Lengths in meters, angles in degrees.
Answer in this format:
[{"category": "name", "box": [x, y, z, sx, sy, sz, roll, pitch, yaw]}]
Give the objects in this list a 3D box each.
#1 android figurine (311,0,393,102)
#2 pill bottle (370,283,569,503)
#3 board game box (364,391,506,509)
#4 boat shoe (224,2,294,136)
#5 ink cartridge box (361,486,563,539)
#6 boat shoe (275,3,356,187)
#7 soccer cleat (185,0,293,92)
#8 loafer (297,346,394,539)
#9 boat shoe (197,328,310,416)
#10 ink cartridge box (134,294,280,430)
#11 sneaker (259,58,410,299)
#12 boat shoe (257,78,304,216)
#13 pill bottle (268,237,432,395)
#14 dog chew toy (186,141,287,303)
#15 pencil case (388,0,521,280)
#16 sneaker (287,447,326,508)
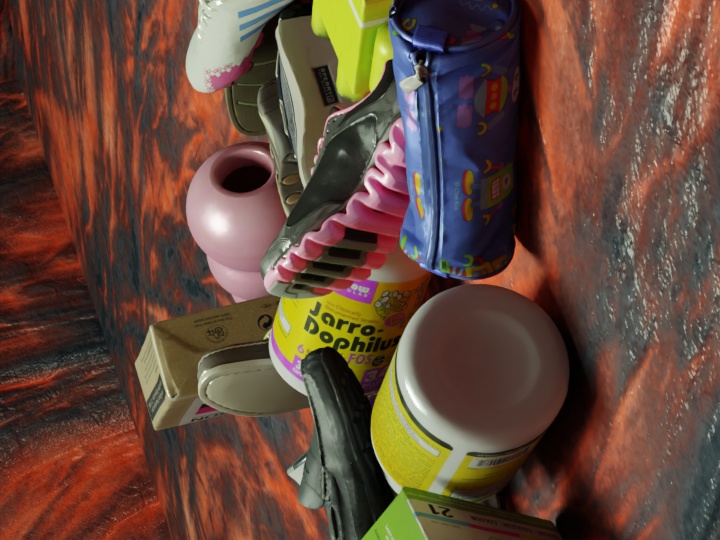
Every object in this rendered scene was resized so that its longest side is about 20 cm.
[{"category": "android figurine", "box": [-0.004, -0.217, 1.360, 0.200, 0.041, 0.182, 100, 152, -59]}, {"category": "pill bottle", "box": [0.067, 0.095, 1.248, 0.200, 0.112, 0.113, 109, 143, -66]}, {"category": "board game box", "box": [0.050, 0.186, 1.396, 0.032, 0.120, 0.200, -39, -61, -69]}, {"category": "boat shoe", "box": [-0.090, -0.219, 1.643, 0.068, 0.072, 0.200, -116, 27, -51]}, {"category": "ink cartridge box", "box": [0.097, 0.248, 1.198, 0.076, 0.148, 0.200, -54, 41, 23]}, {"category": "boat shoe", "box": [-0.024, -0.112, 1.500, 0.093, 0.075, 0.200, 99, 161, -69]}, {"category": "soccer cleat", "box": [-0.110, -0.222, 1.525, 0.200, 0.086, 0.070, -43, 54, 42]}, {"category": "loafer", "box": [-0.015, 0.154, 1.352, 0.068, 0.070, 0.201, -63, -41, -70]}, {"category": "boat shoe", "box": [-0.046, 0.074, 1.498, 0.072, 0.200, 0.060, -59, 42, 44]}, {"category": "ink cartridge box", "box": [-0.094, 0.076, 1.662, 0.165, 0.200, 0.075, 124, 131, -72]}, {"category": "sneaker", "box": [-0.005, -0.066, 1.275, 0.200, 0.079, 0.095, -47, 54, 19]}, {"category": "boat shoe", "box": [-0.037, -0.081, 1.580, 0.073, 0.074, 0.200, 79, 178, -54]}, {"category": "pill bottle", "box": [0.000, 0.000, 1.389, 0.104, 0.104, 0.200, -117, 33, -40]}, {"category": "dog chew toy", "box": [-0.095, -0.028, 1.742, 0.200, 0.124, 0.125, 81, 167, -50]}, {"category": "pencil case", "box": [0.060, -0.085, 1.161, 0.078, 0.087, 0.200, 22, 136, 28]}, {"category": "sneaker", "box": [0.047, 0.163, 1.483, 0.146, 0.077, 0.202, 49, 134, 3]}]
